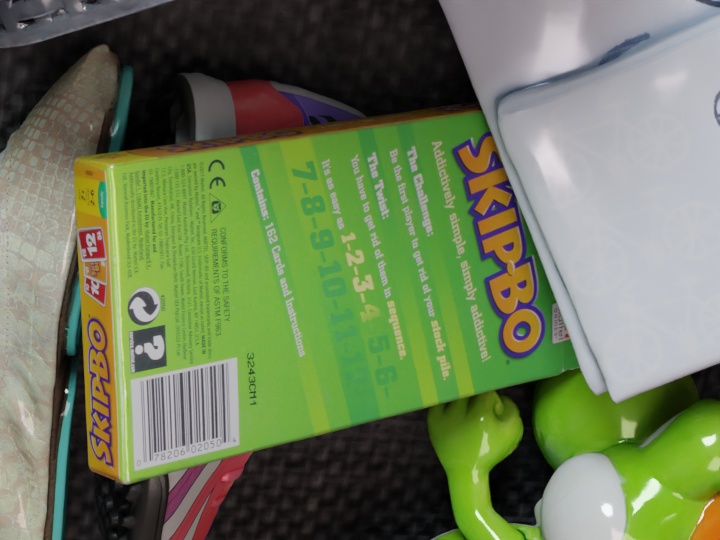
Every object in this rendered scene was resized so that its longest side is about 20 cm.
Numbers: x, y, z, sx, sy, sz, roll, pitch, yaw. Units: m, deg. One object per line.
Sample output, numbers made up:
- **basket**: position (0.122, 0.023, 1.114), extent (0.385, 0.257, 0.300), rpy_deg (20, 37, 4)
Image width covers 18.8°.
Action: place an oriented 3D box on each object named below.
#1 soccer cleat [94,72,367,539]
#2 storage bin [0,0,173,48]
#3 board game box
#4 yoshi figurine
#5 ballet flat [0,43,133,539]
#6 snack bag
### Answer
- **soccer cleat**: position (-0.046, 0.032, 0.733), extent (0.073, 0.068, 0.201), rpy_deg (3, 113, -20)
- **storage bin**: position (-0.025, -0.151, 0.585), extent (0.199, 0.135, 0.094), rpy_deg (-16, 120, 10)
- **board game box**: position (0.000, 0.000, 0.693), extent (0.199, 0.030, 0.096), rpy_deg (-10, 105, -36)
- **yoshi figurine**: position (0.058, 0.094, 0.787), extent (0.200, 0.112, 0.112), rpy_deg (-36, 81, 20)
- **ballet flat**: position (-0.117, 0.020, 0.710), extent (0.062, 0.068, 0.201), rpy_deg (9, 113, -7)
- **snack bag**: position (0.121, -0.080, 0.666), extent (0.188, 0.021, 0.201), rpy_deg (-21, 94, 18)
